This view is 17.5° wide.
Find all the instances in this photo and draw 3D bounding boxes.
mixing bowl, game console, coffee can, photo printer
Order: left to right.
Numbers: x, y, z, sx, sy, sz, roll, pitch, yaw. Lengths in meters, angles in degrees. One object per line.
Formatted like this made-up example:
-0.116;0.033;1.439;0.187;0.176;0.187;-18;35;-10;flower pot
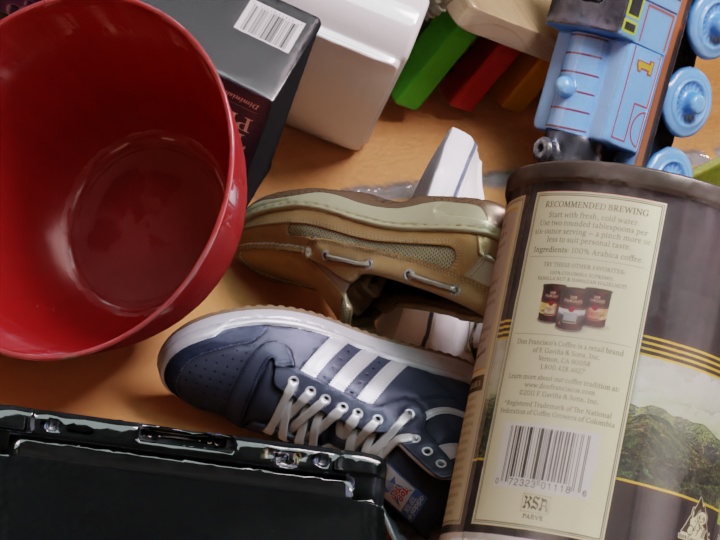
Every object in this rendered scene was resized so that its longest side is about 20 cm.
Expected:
-0.137;-0.039;1.267;0.200;0.200;0.108;47;7;25;mixing bowl
-0.094;0.136;1.135;0.199;0.176;0.117;9;78;-12;game console
-0.068;-0.157;1.432;0.199;0.166;0.070;23;71;-3;photo printer
0.127;0.062;1.196;0.145;0.146;0.201;15;78;-11;coffee can

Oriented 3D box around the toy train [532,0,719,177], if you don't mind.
0.167;-0.120;1.493;0.114;0.201;0.086;17;0;-40;toy train

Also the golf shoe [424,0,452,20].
-0.008;-0.208;1.491;0.199;0.078;0.098;-1;55;38;golf shoe

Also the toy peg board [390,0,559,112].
0.071;-0.184;1.595;0.199;0.098;0.201;14;36;-44;toy peg board

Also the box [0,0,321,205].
-0.140;-0.121;1.361;0.199;0.141;0.079;26;53;3;box

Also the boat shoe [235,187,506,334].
0.000;0.000;1.313;0.072;0.199;0.077;35;64;-42;boat shoe

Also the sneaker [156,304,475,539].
-0.010;0.087;1.259;0.199;0.070;0.109;12;39;-20;sneaker

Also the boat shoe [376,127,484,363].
0.054;-0.001;1.399;0.065;0.074;0.201;22;49;-8;boat shoe

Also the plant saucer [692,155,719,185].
0.330;-0.011;1.559;0.199;0.048;0.200;-24;59;-42;plant saucer

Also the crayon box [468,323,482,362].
0.173;0.013;1.332;0.199;0.051;0.127;-2;42;22;crayon box
